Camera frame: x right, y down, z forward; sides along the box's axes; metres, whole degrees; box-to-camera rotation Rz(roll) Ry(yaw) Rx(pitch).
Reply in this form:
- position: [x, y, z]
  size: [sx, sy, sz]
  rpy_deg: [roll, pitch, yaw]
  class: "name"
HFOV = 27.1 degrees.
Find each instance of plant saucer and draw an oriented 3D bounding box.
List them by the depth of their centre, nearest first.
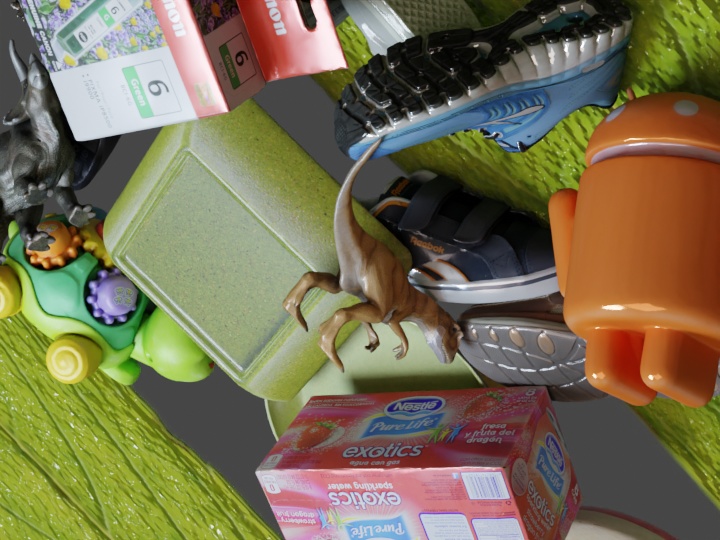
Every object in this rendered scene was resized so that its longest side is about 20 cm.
- position: [-0.091, -0.011, 1.059]
  size: [0.200, 0.048, 0.200]
  rpy_deg: [44, 133, 3]
  class: "plant saucer"
- position: [0.021, 0.109, 1.122]
  size: [0.199, 0.031, 0.201]
  rpy_deg: [14, 123, 22]
  class: "plant saucer"

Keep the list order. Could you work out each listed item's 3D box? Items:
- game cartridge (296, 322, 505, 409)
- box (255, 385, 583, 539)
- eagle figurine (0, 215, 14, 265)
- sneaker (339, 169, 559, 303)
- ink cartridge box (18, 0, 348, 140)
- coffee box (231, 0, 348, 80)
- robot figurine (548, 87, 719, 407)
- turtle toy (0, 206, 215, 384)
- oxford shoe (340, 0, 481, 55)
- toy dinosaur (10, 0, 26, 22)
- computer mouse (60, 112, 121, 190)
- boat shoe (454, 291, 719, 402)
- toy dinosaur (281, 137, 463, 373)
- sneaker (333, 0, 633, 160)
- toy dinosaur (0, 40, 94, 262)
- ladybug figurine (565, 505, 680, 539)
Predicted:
- position: [0.036, 0.118, 1.155]
  size: [0.200, 0.032, 0.176]
  rpy_deg: [48, 129, -1]
  class: "game cartridge"
- position: [0.042, 0.152, 1.052]
  size: [0.199, 0.095, 0.103]
  rpy_deg: [-6, 117, 32]
  class: "box"
- position: [-0.383, -0.059, 1.229]
  size: [0.199, 0.152, 0.152]
  rpy_deg: [21, 163, 2]
  class: "eagle figurine"
- position: [0.057, -0.025, 1.034]
  size: [0.199, 0.078, 0.080]
  rpy_deg: [0, 110, 25]
  class: "sneaker"
- position: [-0.114, -0.151, 0.932]
  size: [0.199, 0.050, 0.110]
  rpy_deg: [-5, 114, 35]
  class: "ink cartridge box"
- position: [-0.102, -0.223, 0.990]
  size: [0.080, 0.113, 0.200]
  rpy_deg: [-34, 97, 38]
  class: "coffee box"
- position: [0.185, -0.021, 0.910]
  size: [0.116, 0.202, 0.144]
  rpy_deg: [12, 167, -9]
  class: "robot figurine"
- position: [-0.198, 0.022, 1.180]
  size: [0.200, 0.146, 0.101]
  rpy_deg: [40, 108, 2]
  class: "turtle toy"
- position: [0.001, -0.201, 0.976]
  size: [0.200, 0.075, 0.058]
  rpy_deg: [51, 153, -4]
  class: "oxford shoe"
- position: [-0.175, -0.191, 1.038]
  size: [0.102, 0.077, 0.201]
  rpy_deg: [-36, 82, 36]
  class: "toy dinosaur"
- position: [-0.173, -0.143, 1.121]
  size: [0.140, 0.046, 0.201]
  rpy_deg: [26, 115, 20]
  class: "computer mouse"
- position: [0.162, 0.042, 1.017]
  size: [0.199, 0.072, 0.076]
  rpy_deg: [4, 135, 23]
  class: "boat shoe"
- position: [0.000, 0.000, 0.966]
  size: [0.060, 0.106, 0.200]
  rpy_deg: [43, 172, 44]
  class: "toy dinosaur"
- position: [0.081, -0.102, 0.930]
  size: [0.199, 0.079, 0.090]
  rpy_deg: [-18, 129, -7]
  class: "sneaker"
- position: [-0.256, -0.067, 1.109]
  size: [0.200, 0.077, 0.103]
  rpy_deg: [-45, 52, 32]
  class: "toy dinosaur"
- position: [0.198, 0.237, 1.104]
  size: [0.199, 0.072, 0.136]
  rpy_deg: [29, 127, 12]
  class: "ladybug figurine"
